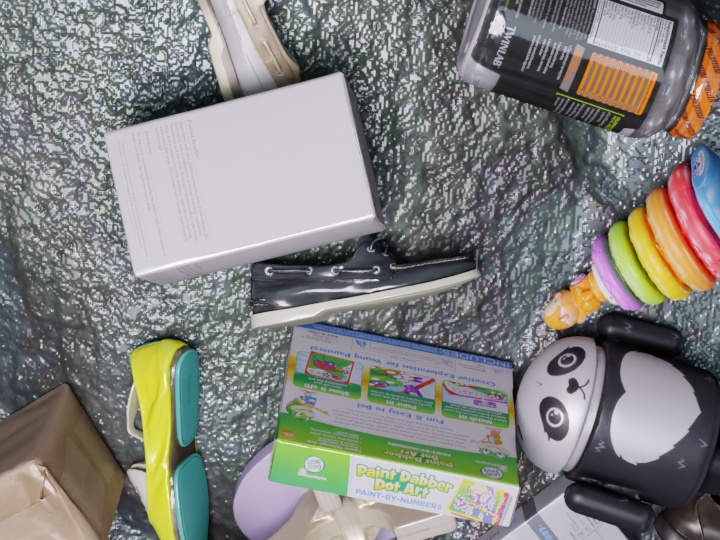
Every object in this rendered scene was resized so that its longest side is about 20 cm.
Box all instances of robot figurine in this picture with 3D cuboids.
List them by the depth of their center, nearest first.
[{"bbox_3d":[0.229,0.128,1.623,0.198,0.151,0.126,16,118,-4],"label":"robot figurine"}]

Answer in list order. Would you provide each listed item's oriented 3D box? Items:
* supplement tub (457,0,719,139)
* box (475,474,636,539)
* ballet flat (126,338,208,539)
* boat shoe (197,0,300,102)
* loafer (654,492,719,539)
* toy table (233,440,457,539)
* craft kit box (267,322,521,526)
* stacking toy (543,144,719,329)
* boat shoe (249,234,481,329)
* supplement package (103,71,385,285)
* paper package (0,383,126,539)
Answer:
[{"bbox_3d":[0.186,-0.181,1.543,0.198,0.123,0.124,18,104,-5],"label":"supplement tub"},{"bbox_3d":[0.161,0.295,1.713,0.199,0.041,0.156,-37,102,10],"label":"box"},{"bbox_3d":[-0.171,0.157,1.672,0.066,0.067,0.202,3,103,21],"label":"ballet flat"},{"bbox_3d":[-0.101,-0.231,1.560,0.068,0.075,0.202,-15,114,1],"label":"boat shoe"},{"bbox_3d":[0.357,0.245,1.681,0.198,0.073,0.072,25,106,-6],"label":"loafer"},{"bbox_3d":[-0.013,0.209,1.640,0.199,0.117,0.185,-28,113,12],"label":"toy table"},{"bbox_3d":[0.030,0.122,1.585,0.198,0.198,0.049,11,114,-2],"label":"craft kit box"},{"bbox_3d":[0.236,-0.007,1.612,0.199,0.116,0.110,-30,109,22],"label":"stacking toy"},{"bbox_3d":[0.000,0.000,1.620,0.197,0.074,0.067,-12,84,7],"label":"boat shoe"},{"bbox_3d":[-0.090,-0.071,1.560,0.198,0.120,0.123,-13,85,4],"label":"supplement package"},{"bbox_3d":[-0.304,0.207,1.607,0.189,0.200,0.104,-30,104,7],"label":"paper package"}]
